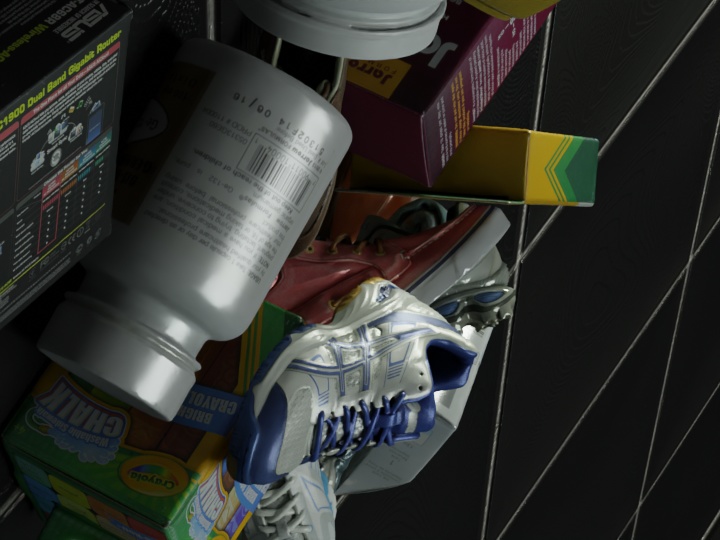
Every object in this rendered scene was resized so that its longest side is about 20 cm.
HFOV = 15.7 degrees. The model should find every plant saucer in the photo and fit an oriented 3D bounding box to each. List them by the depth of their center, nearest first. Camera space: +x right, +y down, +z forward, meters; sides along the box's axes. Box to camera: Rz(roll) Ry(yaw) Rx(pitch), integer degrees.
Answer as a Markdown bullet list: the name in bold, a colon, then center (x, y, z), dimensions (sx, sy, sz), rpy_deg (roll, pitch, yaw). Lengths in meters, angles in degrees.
- **plant saucer**: center (0.016, -0.084, 1.866), dimensions (0.200, 0.032, 0.200), rpy_deg (-52, 158, -32)

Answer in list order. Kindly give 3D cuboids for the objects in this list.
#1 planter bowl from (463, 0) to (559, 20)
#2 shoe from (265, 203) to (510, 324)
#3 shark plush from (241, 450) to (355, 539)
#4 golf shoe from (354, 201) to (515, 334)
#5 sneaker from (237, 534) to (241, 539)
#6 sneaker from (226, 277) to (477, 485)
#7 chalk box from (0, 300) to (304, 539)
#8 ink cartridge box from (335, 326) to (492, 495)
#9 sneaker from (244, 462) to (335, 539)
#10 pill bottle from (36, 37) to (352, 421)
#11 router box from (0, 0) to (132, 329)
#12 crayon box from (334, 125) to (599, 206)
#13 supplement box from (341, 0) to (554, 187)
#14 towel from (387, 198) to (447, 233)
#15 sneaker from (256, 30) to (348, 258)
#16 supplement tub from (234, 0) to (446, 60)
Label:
- **planter bowl**: center (0.074, -0.211, 1.605), dimensions (0.084, 0.200, 0.200), rpy_deg (-57, 164, 11)
- **shoe**: center (0.000, 0.000, 1.693), dimensions (0.200, 0.091, 0.071), rpy_deg (-40, 180, -15)
- **shark plush**: center (-0.059, 0.160, 1.902), dimensions (0.200, 0.091, 0.083), rpy_deg (-60, 180, 8)
- **golf shoe**: center (0.002, 0.015, 1.764), dimensions (0.200, 0.097, 0.078), rpy_deg (-17, 177, -16)
- **sneaker**: center (-0.147, 0.225, 1.771), dimensions (0.200, 0.075, 0.087), rpy_deg (-54, 154, -30)
- **sneaker**: center (-0.001, 0.072, 1.540), dimensions (0.200, 0.088, 0.075), rpy_deg (-42, 154, -47)
- **chalk box**: center (-0.128, 0.108, 1.572), dimensions (0.200, 0.125, 0.124), rpy_deg (-58, 161, -22)
- **ink cartridge box**: center (0.030, 0.110, 1.986), dimensions (0.200, 0.047, 0.160), rpy_deg (-55, -171, 43)
- **sneaker**: center (-0.050, 0.157, 1.751), dimensions (0.200, 0.075, 0.087), rpy_deg (65, 9, -50)
- **pill bottle**: center (-0.099, -0.022, 1.495), dimensions (0.200, 0.114, 0.114), rpy_deg (-61, 162, -9)
- **router box**: center (-0.196, -0.038, 1.284), dimensions (0.200, 0.062, 0.150), rpy_deg (-45, 155, -45)
- **crayon box**: center (0.075, -0.073, 1.780), dimensions (0.200, 0.126, 0.052), rpy_deg (-5, 99, -70)
- **supplement box**: center (0.047, -0.168, 1.706), dimensions (0.200, 0.110, 0.086), rpy_deg (-56, 160, -25)
- **towel**: center (0.001, 0.039, 1.882), dimensions (0.200, 0.048, 0.171), rpy_deg (-50, 173, -1)
- **sneaker**: center (-0.045, -0.095, 1.596), dimensions (0.076, 0.070, 0.200), rpy_deg (-80, 178, -71)
- **supplement tub**: center (0.006, -0.233, 1.452), dimensions (0.145, 0.145, 0.200), rpy_deg (-39, 150, -53)
